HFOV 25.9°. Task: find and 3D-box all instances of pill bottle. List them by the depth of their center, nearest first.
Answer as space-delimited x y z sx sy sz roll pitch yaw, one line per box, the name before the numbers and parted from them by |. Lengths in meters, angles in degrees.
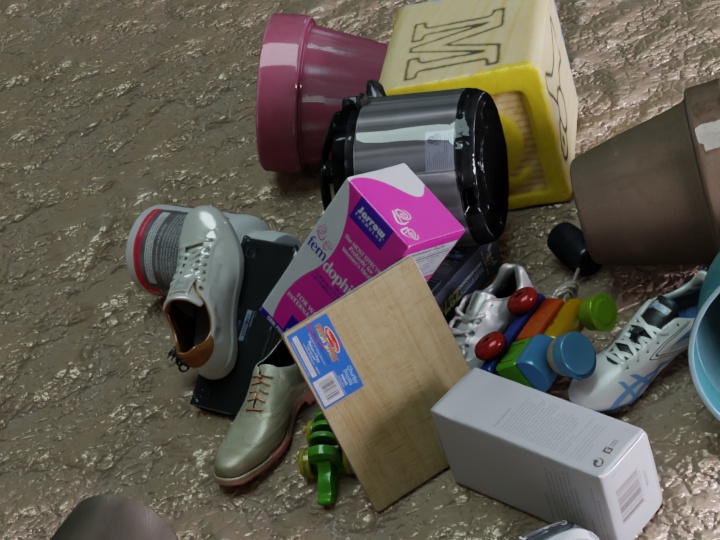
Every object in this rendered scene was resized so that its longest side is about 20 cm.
pill bottle | -0.167 -0.014 1.829 0.200 0.111 0.111 8 44 35

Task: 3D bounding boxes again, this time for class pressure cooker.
pressure cooker | 0.050 -0.109 1.704 0.199 0.179 0.176 -5 41 18

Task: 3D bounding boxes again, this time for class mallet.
mallet | 0.297 -0.059 1.732 0.200 0.041 0.066 -30 40 -21

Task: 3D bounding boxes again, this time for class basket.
basket | -0.253 0.313 1.425 0.180 0.136 0.200 -1 36 19

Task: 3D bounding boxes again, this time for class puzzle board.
puzzle board | 0.031 0.108 1.507 0.151 0.200 0.017 -31 13 -15

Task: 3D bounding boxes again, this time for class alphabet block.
alphabet block | 0.145 -0.201 1.858 0.196 0.196 0.200 -9 35 18

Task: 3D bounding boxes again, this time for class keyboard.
keyboard | -0.143 0.058 1.719 0.127 0.021 0.201 11 76 29

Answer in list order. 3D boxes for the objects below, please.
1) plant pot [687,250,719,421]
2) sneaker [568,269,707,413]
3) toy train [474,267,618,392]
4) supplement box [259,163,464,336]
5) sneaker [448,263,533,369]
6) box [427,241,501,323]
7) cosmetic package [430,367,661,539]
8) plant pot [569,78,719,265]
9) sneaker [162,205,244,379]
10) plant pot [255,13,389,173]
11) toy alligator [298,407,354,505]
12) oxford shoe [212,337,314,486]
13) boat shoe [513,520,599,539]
plant pot | 0.401 0.032 1.438 0.199 0.201 0.188 -9 25 15
sneaker | 0.279 0.069 1.537 0.200 0.073 0.072 -35 40 -18
toy train | 0.210 0.045 1.558 0.116 0.085 0.200 -19 25 50
supplement box | 0.000 0.000 1.602 0.101 0.200 0.103 48 35 19
sneaker | 0.112 0.070 1.603 0.074 0.087 0.200 15 49 36
box | 0.034 0.006 1.756 0.200 0.051 0.158 12 46 38
cosmetic package | 0.169 0.170 1.433 0.200 0.102 0.074 21 51 41
plant pot | 0.312 -0.080 1.611 0.174 0.201 0.200 -13 36 13
sneaker | -0.173 0.012 1.691 0.073 0.085 0.201 -17 64 21
plant pot | -0.030 -0.221 1.985 0.178 0.200 0.200 3 39 5
toy alligator | -0.025 0.151 1.590 0.059 0.054 0.200 -7 37 17
oxford shoe | -0.103 0.138 1.628 0.071 0.074 0.200 3 41 29
boat shoe | 0.116 0.277 1.356 0.200 0.069 0.057 -23 16 -6
